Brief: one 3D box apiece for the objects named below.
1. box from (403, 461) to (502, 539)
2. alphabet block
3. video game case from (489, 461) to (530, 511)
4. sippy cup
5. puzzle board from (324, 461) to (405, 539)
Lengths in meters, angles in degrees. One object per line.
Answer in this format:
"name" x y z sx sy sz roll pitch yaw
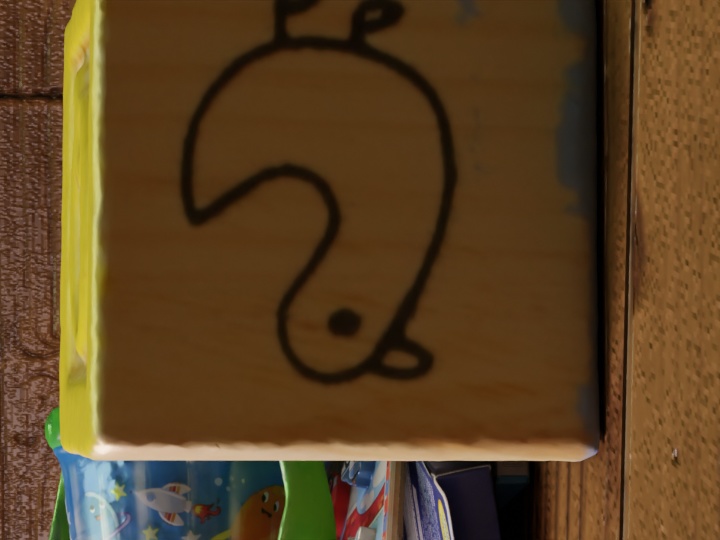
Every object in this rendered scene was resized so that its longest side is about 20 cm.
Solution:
"box" 0.044 0.134 1.267 0.200 0.032 0.122 -124 24 -76
"alphabet block" -0.020 -0.018 1.112 0.196 0.199 0.197 155 114 -79
"video game case" 0.062 0.012 1.297 0.143 0.018 0.201 109 160 -78
"sippy cup" -0.087 0.133 1.332 0.178 0.139 0.131 123 147 -80
"puzzle board" -0.015 0.124 1.328 0.200 0.017 0.151 121 156 -54
